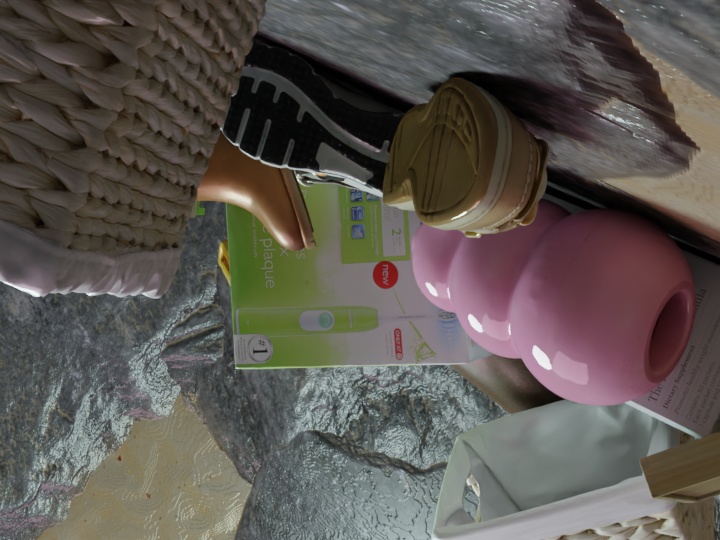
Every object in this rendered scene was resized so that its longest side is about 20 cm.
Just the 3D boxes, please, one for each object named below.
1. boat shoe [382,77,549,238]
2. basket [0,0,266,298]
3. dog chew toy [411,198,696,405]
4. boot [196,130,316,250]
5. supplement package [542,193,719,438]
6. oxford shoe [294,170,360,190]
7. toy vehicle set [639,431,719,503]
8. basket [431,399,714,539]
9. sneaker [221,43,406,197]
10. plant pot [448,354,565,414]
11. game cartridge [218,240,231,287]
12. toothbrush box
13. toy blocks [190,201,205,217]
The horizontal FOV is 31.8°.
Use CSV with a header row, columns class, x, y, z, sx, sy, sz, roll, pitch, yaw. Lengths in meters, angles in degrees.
class,x,y,z,sx,sy,sz,roll,pitch,yaw
boat shoe,0.062,-0.053,0.642,0.068,0.075,0.200,13,-175,-10
basket,-0.156,-0.099,0.535,0.196,0.163,0.200,25,-179,4
dog chew toy,0.117,0.008,0.833,0.198,0.126,0.124,22,179,36
boot,-0.135,-0.066,0.896,0.201,0.154,0.077,56,171,4
supplement package,0.193,0.033,0.915,0.198,0.115,0.109,25,-179,28
oxford shoe,-0.045,-0.095,0.957,0.198,0.058,0.075,14,161,36
toy vehicle set,0.292,0.108,0.827,0.124,0.198,0.027,24,-133,-62
basket,0.175,0.189,1.004,0.124,0.198,0.136,58,-151,-22
sneaker,-0.016,-0.090,0.857,0.198,0.075,0.080,26,-176,7
plant pot,0.162,0.047,1.107,0.197,0.202,0.200,32,180,-14
game cartridge,-0.018,0.020,1.203,0.197,0.033,0.177,-6,-145,-23
toothbrush box,0.000,0.000,1.006,0.197,0.148,0.086,-2,-179,20
toy blocks,-0.197,-0.116,0.984,0.198,0.139,0.099,0,-172,-42
